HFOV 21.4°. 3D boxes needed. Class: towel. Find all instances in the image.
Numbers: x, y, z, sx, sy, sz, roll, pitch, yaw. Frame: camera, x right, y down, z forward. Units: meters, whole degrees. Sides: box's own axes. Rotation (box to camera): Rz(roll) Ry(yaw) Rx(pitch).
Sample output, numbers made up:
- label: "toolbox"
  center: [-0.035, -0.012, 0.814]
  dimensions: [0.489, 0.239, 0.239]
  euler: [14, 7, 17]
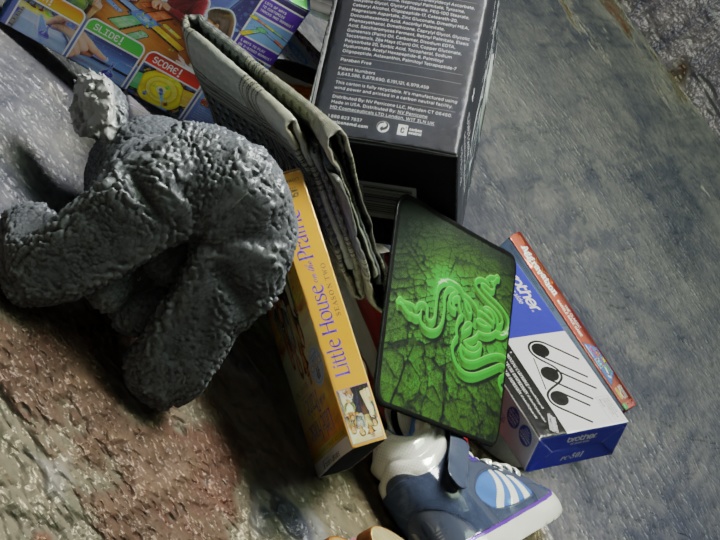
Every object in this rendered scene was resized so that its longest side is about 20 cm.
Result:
- label: "towel"
  center: [-0.057, -0.075, 1.421]
  dimensions: [0.200, 0.034, 0.193]
  euler: [40, -23, 41]

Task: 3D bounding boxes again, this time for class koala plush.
- label: "koala plush"
  center: [-0.137, -0.046, 1.311]
  dimensions: [0.177, 0.184, 0.200]
  euler: [42, 11, -26]

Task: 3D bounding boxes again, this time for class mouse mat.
- label: "mouse mat"
  center: [0.069, 0.042, 1.477]
  dimensions: [0.200, 0.007, 0.162]
  euler: [26, 68, -56]

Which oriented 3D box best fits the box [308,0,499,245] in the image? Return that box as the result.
- label: "box"
  center: [0.037, -0.145, 1.508]
  dimensions: [0.200, 0.123, 0.198]
  euler: [83, 16, -69]

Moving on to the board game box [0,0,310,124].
- label: "board game box"
  center: [-0.157, -0.202, 1.465]
  dimensions: [0.199, 0.136, 0.035]
  euler: [29, 26, -19]

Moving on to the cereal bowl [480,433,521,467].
- label: "cereal bowl"
  center: [0.132, 0.078, 1.770]
  dimensions: [0.200, 0.083, 0.200]
  euler: [44, 22, -24]

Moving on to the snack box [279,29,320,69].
- label: "snack box"
  center: [-0.098, -0.187, 1.725]
  dimensions: [0.200, 0.068, 0.169]
  euler: [44, 21, -21]

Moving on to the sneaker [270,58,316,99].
- label: "sneaker"
  center: [-0.124, -0.141, 1.576]
  dimensions: [0.199, 0.092, 0.076]
  euler: [24, 33, 11]

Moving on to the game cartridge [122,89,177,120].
- label: "game cartridge"
  center: [-0.118, -0.052, 1.523]
  dimensions: [0.200, 0.038, 0.130]
  euler: [34, 24, -41]

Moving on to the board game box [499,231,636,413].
- label: "board game box"
  center: [0.180, 0.071, 1.860]
  dimensions: [0.019, 0.103, 0.201]
  euler: [-24, 77, -39]

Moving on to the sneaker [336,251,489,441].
- label: "sneaker"
  center: [0.066, 0.069, 1.560]
  dimensions: [0.201, 0.115, 0.078]
  euler: [58, 25, -22]

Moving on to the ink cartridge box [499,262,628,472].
- label: "ink cartridge box"
  center: [0.137, 0.079, 1.641]
  dimensions: [0.094, 0.044, 0.200]
  euler: [-7, 46, -30]

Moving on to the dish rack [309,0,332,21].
- label: "dish rack"
  center: [-0.017, -0.237, 1.724]
  dimensions: [0.199, 0.044, 0.172]
  euler: [22, 12, 10]

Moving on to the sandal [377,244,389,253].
- label: "sandal"
  center: [0.000, 0.000, 1.653]
  dimensions: [0.082, 0.055, 0.200]
  euler: [56, 22, 9]

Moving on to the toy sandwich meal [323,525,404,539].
- label: "toy sandwich meal"
  center: [0.021, 0.267, 1.255]
  dimensions: [0.205, 0.070, 0.206]
  euler: [43, 23, -23]

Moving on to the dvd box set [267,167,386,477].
- label: "dvd box set"
  center: [-0.037, 0.042, 1.377]
  dimensions: [0.146, 0.029, 0.201]
  euler: [129, -55, -73]

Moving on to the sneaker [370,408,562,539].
- label: "sneaker"
  center: [0.079, 0.159, 1.532]
  dimensions: [0.147, 0.080, 0.200]
  euler: [60, 27, 8]
